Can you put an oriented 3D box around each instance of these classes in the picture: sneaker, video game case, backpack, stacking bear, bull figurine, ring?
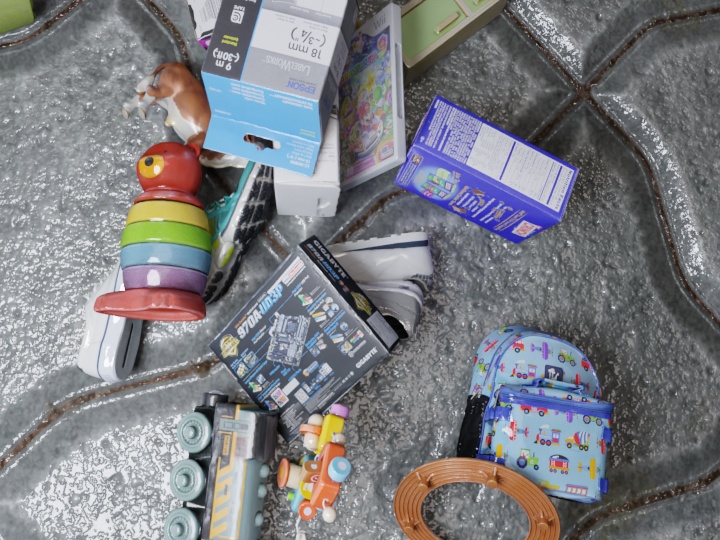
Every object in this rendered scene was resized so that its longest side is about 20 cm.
[{"bbox_3d":[-0.018,0.059,0.845,0.194,0.076,0.083,-9,37,9],"label":"sneaker"},{"bbox_3d":[-0.302,0.032,0.846,0.069,0.073,0.206,7,71,12],"label":"sneaker"},{"bbox_3d":[0.008,-0.221,0.896,0.018,0.142,0.207,6,77,-34],"label":"video game case"},{"bbox_3d":[0.222,0.168,0.850,0.177,0.135,0.206,15,75,-4],"label":"backpack"},{"bbox_3d":[-0.225,-0.050,0.795,0.118,0.113,0.207,-3,78,22],"label":"stacking bear"},{"bbox_3d":[0.000,0.000,0.889,0.194,0.076,0.083,-8,95,-5],"label":"sneaker"},{"bbox_3d":[-0.214,-0.183,0.891,0.121,0.065,0.201,-35,79,-34],"label":"bull figurine"},{"bbox_3d":[-0.175,-0.057,0.858,0.079,0.077,0.203,33,97,12],"label":"sneaker"},{"bbox_3d":[0.133,0.295,0.799,0.196,0.203,0.019,25,37,-1],"label":"ring"}]

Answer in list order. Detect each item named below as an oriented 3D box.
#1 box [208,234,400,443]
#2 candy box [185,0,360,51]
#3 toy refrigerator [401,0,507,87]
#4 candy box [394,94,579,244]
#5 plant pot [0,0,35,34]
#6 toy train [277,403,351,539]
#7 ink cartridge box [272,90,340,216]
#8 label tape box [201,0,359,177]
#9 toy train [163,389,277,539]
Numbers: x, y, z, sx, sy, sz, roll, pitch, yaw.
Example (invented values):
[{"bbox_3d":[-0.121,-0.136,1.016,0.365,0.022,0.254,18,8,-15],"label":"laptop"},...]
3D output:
[{"bbox_3d":[-0.071,0.086,0.816,0.160,0.046,0.200,48,118,4],"label":"box"},{"bbox_3d":[-0.104,-0.327,0.878,0.195,0.136,0.063,-20,82,7],"label":"candy box"},{"bbox_3d":[0.114,-0.354,0.964,0.198,0.070,0.076,-38,85,-12],"label":"toy refrigerator"},{"bbox_3d":[0.153,-0.120,0.875,0.196,0.169,0.079,27,81,-2],"label":"candy box"},{"bbox_3d":[-0.516,-0.357,0.849,0.186,0.200,0.205,-18,82,-23],"label":"plant pot"},{"bbox_3d":[-0.060,0.235,0.769,0.054,0.202,0.152,18,41,-7],"label":"toy train"},{"bbox_3d":[-0.070,-0.185,0.873,0.082,0.146,0.207,-1,79,-5],"label":"ink cartridge box"},{"bbox_3d":[-0.096,-0.226,0.766,0.140,0.063,0.206,15,86,8],"label":"label tape box"},{"bbox_3d":[-0.159,0.246,0.803,0.111,0.085,0.206,2,79,17],"label":"toy train"}]
